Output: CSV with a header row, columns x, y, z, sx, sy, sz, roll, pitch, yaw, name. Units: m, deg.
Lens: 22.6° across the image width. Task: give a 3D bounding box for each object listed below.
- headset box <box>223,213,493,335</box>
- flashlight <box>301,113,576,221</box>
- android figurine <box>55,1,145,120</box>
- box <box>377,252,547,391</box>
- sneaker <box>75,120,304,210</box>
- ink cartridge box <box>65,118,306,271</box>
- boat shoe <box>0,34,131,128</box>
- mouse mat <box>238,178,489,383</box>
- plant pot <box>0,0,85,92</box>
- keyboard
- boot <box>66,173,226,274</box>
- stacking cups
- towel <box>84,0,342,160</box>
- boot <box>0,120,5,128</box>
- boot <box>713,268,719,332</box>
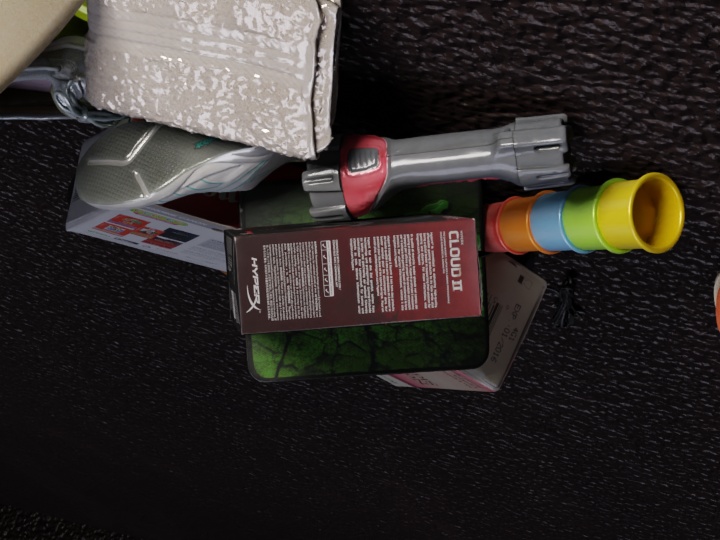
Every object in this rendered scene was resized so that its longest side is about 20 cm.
x,y,z,sx,sy,sz,roll,pitch,yaw,name
0.000,0.000,1.364,0.198,0.078,0.149,-5,-176,-6,headset box
0.059,-0.076,1.329,0.198,0.068,0.069,-5,119,13,flashlight
-0.152,-0.162,1.400,0.199,0.041,0.182,28,159,-19,android figurine
0.048,0.029,1.572,0.127,0.110,0.200,31,166,-20,box
-0.121,-0.082,1.381,0.198,0.071,0.080,-15,155,12,sneaker
-0.124,-0.059,1.520,0.198,0.085,0.175,15,167,-25,ink cartridge box
-0.240,-0.139,1.397,0.200,0.065,0.075,11,157,28,boat shoe
0.004,0.005,1.444,0.198,0.163,0.008,-4,-176,-7,mouse mat
-0.330,-0.170,1.212,0.199,0.178,0.200,-23,127,37,plant pot
0.140,0.012,1.620,0.126,0.021,0.200,16,161,11,keyboard
-0.164,-0.041,1.744,0.187,0.069,0.200,1,162,26,boot
0.164,-0.043,1.410,0.060,0.061,0.199,31,163,-30,stacking cups
-0.108,-0.156,1.273,0.198,0.035,0.134,13,121,16,towel
-0.416,-0.172,1.592,0.198,0.070,0.132,24,166,-1,boot
0.312,0.043,1.409,0.074,0.108,0.200,16,162,4,boot
